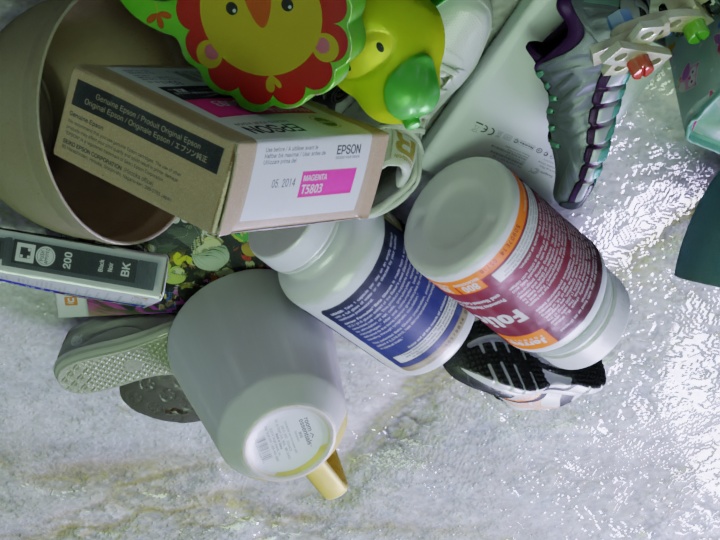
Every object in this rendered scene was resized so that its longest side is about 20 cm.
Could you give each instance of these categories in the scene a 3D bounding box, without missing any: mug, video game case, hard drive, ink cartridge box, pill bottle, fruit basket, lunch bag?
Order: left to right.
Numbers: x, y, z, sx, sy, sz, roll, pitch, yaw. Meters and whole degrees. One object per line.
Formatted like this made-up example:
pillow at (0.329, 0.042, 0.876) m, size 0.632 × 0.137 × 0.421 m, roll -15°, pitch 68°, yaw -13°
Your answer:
ink cartridge box at (-0.261, -0.006, 1.650) m, size 0.199 × 0.198 × 0.044 m, roll 9°, pitch 86°, yaw -9°
video game case at (-0.173, -0.038, 1.759) m, size 0.199 × 0.036 × 0.182 m, roll -2°, pitch 133°, yaw -2°
ink cartridge box at (-0.101, -0.094, 1.519) m, size 0.200 × 0.164 × 0.076 m, roll -8°, pitch 118°, yaw -57°
mug at (-0.064, 0.107, 1.761) m, size 0.186 × 0.153 × 0.150 m, roll 19°, pitch 115°, yaw -29°
fruit basket at (-0.004, -0.205, 1.510) m, size 0.215 × 0.216 × 0.155 m, roll -33°, pitch 126°, yaw 23°
pill bottle at (0.000, 0.000, 1.743) m, size 0.111 × 0.111 × 0.200 m, roll -34°, pitch 132°, yaw 24°
pill bottle at (0.138, -0.001, 1.731) m, size 0.114 × 0.115 × 0.200 m, roll -32°, pitch 134°, yaw 23°
hard drive at (0.151, -0.141, 1.695) m, size 0.131 × 0.027 × 0.200 m, roll 21°, pitch 128°, yaw -21°
lunch bag at (0.350, -0.150, 1.603) m, size 0.199 × 0.171 × 0.122 m, roll 20°, pitch 127°, yaw -17°

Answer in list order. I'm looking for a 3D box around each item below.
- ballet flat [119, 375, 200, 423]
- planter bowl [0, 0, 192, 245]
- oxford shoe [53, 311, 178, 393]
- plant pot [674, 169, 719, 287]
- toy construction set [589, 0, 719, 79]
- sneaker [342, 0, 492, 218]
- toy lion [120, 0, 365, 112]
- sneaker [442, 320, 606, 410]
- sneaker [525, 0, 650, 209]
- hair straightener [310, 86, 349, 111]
ballet flat at (-0.124, 0.099, 1.886) m, size 0.199 × 0.046 × 0.068 m, roll -6°, pitch 120°, yaw 6°
planter bowl at (-0.234, -0.121, 1.595) m, size 0.134 × 0.201 × 0.201 m, roll 1°, pitch 139°, yaw 33°
oxford shoe at (-0.180, 0.061, 1.834) m, size 0.199 × 0.058 × 0.075 m, roll -11°, pitch 138°, yaw -2°
plant pot at (0.373, -0.047, 1.709) m, size 0.199 × 0.200 × 0.136 m, roll 7°, pitch 94°, yaw -11°
toy construction set at (0.209, -0.236, 1.518) m, size 0.092 × 0.201 × 0.131 m, roll -16°, pitch 163°, yaw 26°
sneaker at (0.046, -0.128, 1.641) m, size 0.073 × 0.116 × 0.200 m, roll 23°, pitch 125°, yaw -21°
toy lion at (-0.093, -0.211, 1.455) m, size 0.199 × 0.069 × 0.193 m, roll 7°, pitch 114°, yaw 22°
sneaker at (0.138, 0.098, 1.849) m, size 0.199 × 0.074 × 0.080 m, roll 13°, pitch 142°, yaw -44°
sneaker at (0.168, -0.146, 1.639) m, size 0.087 × 0.075 × 0.201 m, roll 15°, pitch 121°, yaw 1°
hair straightener at (-0.019, -0.138, 1.631) m, size 0.041 × 0.077 × 0.200 m, roll 39°, pitch 108°, yaw -15°
